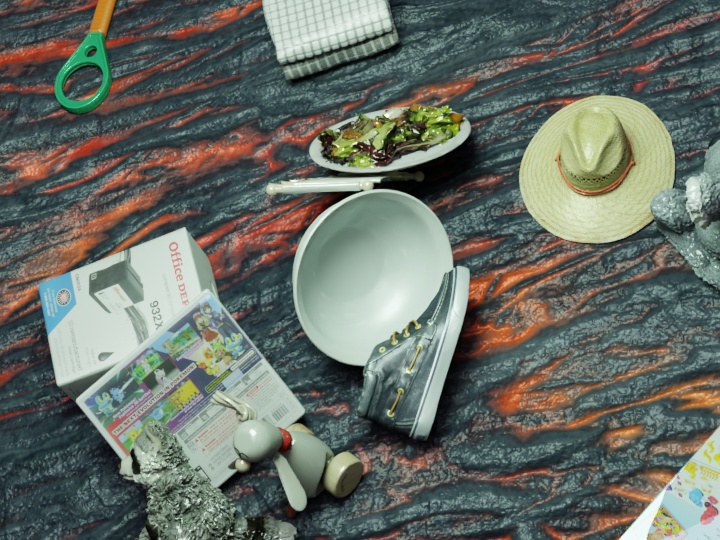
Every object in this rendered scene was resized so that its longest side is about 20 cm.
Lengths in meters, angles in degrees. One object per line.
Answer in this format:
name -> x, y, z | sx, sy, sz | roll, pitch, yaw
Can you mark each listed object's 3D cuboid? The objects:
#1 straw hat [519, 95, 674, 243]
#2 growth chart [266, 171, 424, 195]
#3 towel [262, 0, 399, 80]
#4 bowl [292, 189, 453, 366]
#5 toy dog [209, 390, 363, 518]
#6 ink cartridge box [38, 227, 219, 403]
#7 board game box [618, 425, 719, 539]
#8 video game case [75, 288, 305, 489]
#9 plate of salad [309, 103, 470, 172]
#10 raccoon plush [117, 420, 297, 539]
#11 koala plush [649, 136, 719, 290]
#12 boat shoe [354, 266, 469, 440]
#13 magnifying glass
straw hat -> 0.272, -0.141, 1.675 | 0.198, 0.085, 0.204 | -6, 62, 12
growth chart -> -0.021, -0.105, 1.696 | 0.143, 0.200, 0.018 | -1, 97, 20
towel -> -0.045, -0.360, 1.879 | 0.163, 0.086, 0.202 | -17, 62, 9
bowl -> 0.000, 0.000, 1.647 | 0.201, 0.202, 0.090 | -44, 27, -9
toy dog -> -0.088, 0.217, 1.554 | 0.131, 0.199, 0.097 | 26, 89, 51
ink cartridge box -> -0.272, 0.058, 1.728 | 0.198, 0.084, 0.147 | -21, 60, 4
board game box -> 0.352, 0.259, 1.440 | 0.200, 0.103, 0.105 | -45, 61, -10
video game case -> -0.193, 0.155, 1.639 | 0.199, 0.023, 0.183 | -40, 89, -1
plate of salad -> 0.034, -0.168, 1.728 | 0.197, 0.049, 0.201 | -8, 27, 4
raccoon plush -> -0.170, 0.237, 1.595 | 0.197, 0.097, 0.136 | 5, 79, -17
koala plush -> 0.418, -0.077, 1.535 | 0.176, 0.200, 0.185 | -27, 60, 0
boat shoe -> 0.059, 0.082, 1.606 | 0.090, 0.071, 0.203 | 17, 79, 0
magnifying glass -> -0.368, -0.306, 1.979 | 0.078, 0.022, 0.203 | 3, 67, 17
